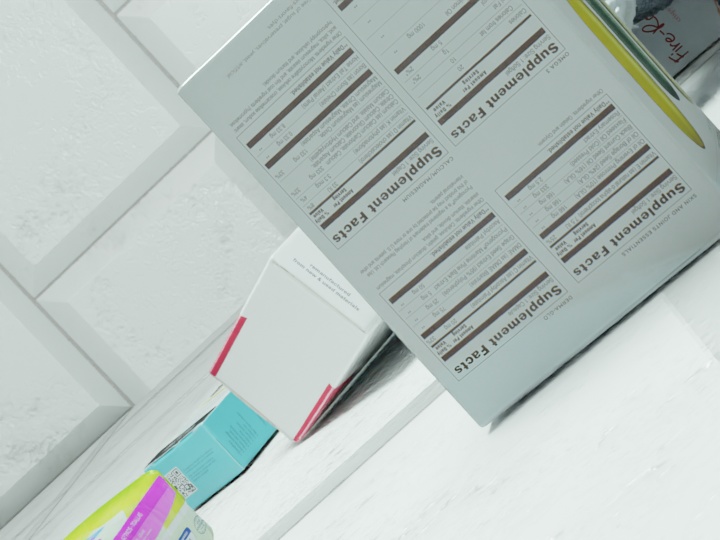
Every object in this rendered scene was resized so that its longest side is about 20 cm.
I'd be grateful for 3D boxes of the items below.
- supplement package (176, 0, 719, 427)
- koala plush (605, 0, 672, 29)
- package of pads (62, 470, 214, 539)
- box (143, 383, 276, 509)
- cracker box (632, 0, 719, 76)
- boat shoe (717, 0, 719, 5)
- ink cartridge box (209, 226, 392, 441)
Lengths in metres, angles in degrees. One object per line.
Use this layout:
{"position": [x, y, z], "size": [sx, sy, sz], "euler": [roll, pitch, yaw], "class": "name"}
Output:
{"position": [0.052, -0.069, 0.758], "size": [0.151, 0.200, 0.152], "euler": [-41, 5, 19], "class": "supplement package"}
{"position": [0.141, -0.211, 1.042], "size": [0.184, 0.177, 0.200], "euler": [-49, -2, 37], "class": "koala plush"}
{"position": [-0.187, 0.221, 1.000], "size": [0.200, 0.068, 0.155], "euler": [-41, 5, 15], "class": "package of pads"}
{"position": [-0.087, 0.105, 1.315], "size": [0.082, 0.049, 0.200], "euler": [-39, 6, 37], "class": "box"}
{"position": [0.177, -0.188, 1.194], "size": [0.200, 0.134, 0.058], "euler": [-41, 4, 26], "class": "cracker box"}
{"position": [0.234, -0.171, 0.949], "size": [0.200, 0.069, 0.084], "euler": [-28, -21, -53], "class": "boat shoe"}
{"position": [0.000, 0.000, 1.143], "size": [0.200, 0.084, 0.145], "euler": [-48, -7, -41], "class": "ink cartridge box"}
